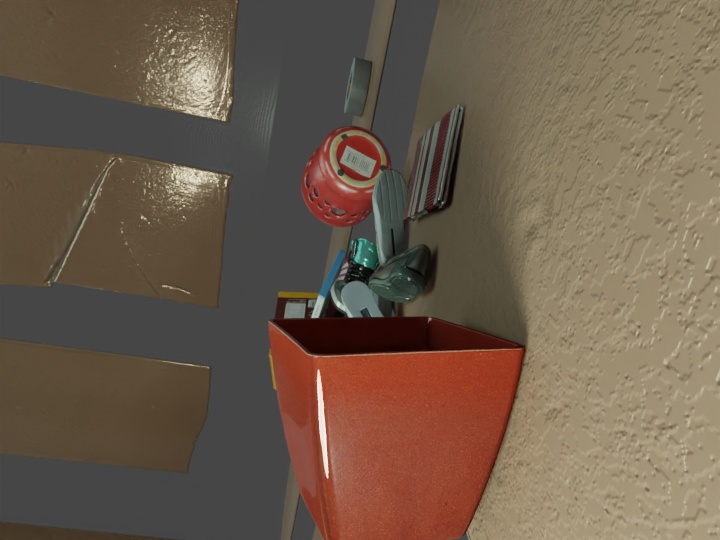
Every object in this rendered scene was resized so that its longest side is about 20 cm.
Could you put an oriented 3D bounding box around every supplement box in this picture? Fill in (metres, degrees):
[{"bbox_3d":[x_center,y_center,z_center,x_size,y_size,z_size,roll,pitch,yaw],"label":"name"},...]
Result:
[{"bbox_3d":[-0.116,0.175,1.457,0.135,0.191,0.203,92,180,-45],"label":"supplement box"}]

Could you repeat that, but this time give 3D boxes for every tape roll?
[{"bbox_3d":[-0.012,-0.689,2.204,0.200,0.064,0.206,-170,89,-82],"label":"tape roll"}]

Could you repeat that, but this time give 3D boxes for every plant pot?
[{"bbox_3d":[0.021,0.148,0.567,0.199,0.194,0.182,-168,79,-71],"label":"plant pot"},{"bbox_3d":[-0.028,-0.228,1.385,0.182,0.195,0.206,137,142,-64],"label":"plant pot"}]

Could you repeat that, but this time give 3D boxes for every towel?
[{"bbox_3d":[0.112,-0.159,0.910,0.200,0.022,0.148,172,109,-80],"label":"towel"}]

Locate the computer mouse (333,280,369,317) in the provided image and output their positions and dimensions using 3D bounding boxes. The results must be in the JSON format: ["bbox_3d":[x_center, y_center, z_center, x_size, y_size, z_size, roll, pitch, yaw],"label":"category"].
[{"bbox_3d":[-0.028,0.111,1.312,0.202,0.052,0.138,-55,15,-5],"label":"computer mouse"}]

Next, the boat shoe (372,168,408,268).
[{"bbox_3d":[0.050,-0.091,1.088,0.062,0.070,0.205,122,153,-63],"label":"boat shoe"}]

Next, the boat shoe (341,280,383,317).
[{"bbox_3d":[0.019,0.121,0.993,0.087,0.073,0.204,79,166,-54],"label":"boat shoe"}]

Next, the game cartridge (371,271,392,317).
[{"bbox_3d":[0.026,0.109,1.163,0.202,0.040,0.136,109,164,-49],"label":"game cartridge"}]

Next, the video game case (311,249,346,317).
[{"bbox_3d":[-0.083,0.069,1.320,0.202,0.017,0.145,111,-179,-47],"label":"video game case"}]

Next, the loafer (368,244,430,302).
[{"bbox_3d":[0.067,0.007,0.928,0.064,0.071,0.200,-63,9,-13],"label":"loafer"}]

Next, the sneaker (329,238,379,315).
[{"bbox_3d":[0.000,0.000,1.217,0.122,0.082,0.201,-60,10,27],"label":"sneaker"}]
